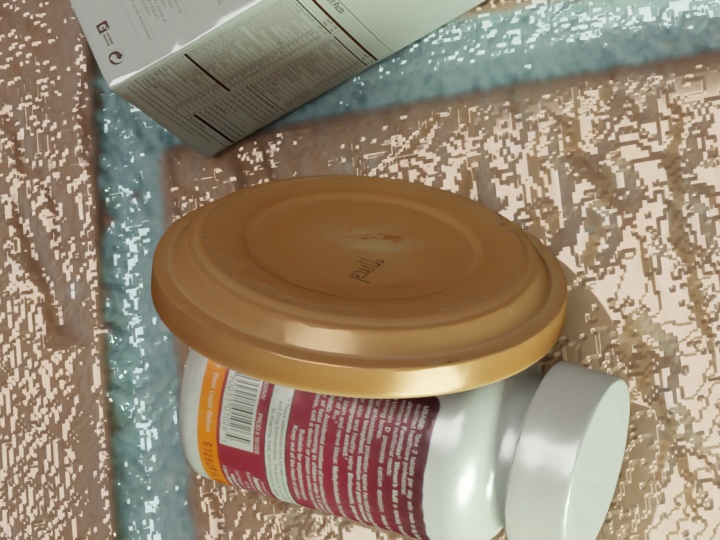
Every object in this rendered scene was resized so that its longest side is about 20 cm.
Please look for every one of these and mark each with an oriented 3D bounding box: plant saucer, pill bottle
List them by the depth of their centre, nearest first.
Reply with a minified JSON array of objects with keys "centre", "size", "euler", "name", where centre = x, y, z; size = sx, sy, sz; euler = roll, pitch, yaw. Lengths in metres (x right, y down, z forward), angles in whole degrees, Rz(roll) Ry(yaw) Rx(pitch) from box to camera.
[{"centre":[0.000,0.000,1.254],"size":[0.200,0.200,0.032],"euler":[14,118,19],"name":"plant saucer"},{"centre":[0.022,0.072,1.271],"size":[0.199,0.110,0.110],"euler":[14,84,19],"name":"pill bottle"}]

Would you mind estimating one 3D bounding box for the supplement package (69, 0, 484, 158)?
[{"centre":[-0.053,-0.199,1.328],"size":[0.200,0.147,0.192],"euler":[-28,72,10],"name":"supplement package"}]
